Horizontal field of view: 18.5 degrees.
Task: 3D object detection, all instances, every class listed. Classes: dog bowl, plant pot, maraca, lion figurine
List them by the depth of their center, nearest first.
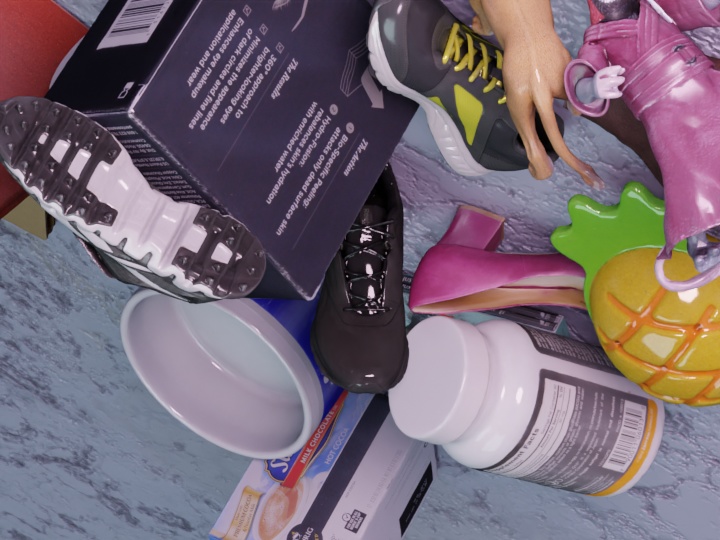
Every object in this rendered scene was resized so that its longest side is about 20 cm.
[{"bbox_3d":[0.094,-0.150,1.327,0.200,0.072,0.123,62,180,25],"label":"lion figurine"},{"bbox_3d":[0.215,0.017,1.543,0.137,0.107,0.200,-16,124,34],"label":"maraca"},{"bbox_3d":[-0.329,-0.125,1.761,0.200,0.176,0.200,38,153,-17],"label":"plant pot"},{"bbox_3d":[-0.109,0.068,1.950,0.200,0.079,0.200,23,141,20],"label":"dog bowl"}]

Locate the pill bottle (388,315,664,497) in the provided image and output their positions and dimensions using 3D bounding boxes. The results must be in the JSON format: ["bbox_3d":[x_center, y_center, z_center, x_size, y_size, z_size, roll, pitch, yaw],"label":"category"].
[{"bbox_3d":[0.127,0.102,1.700,0.200,0.117,0.116,17,164,-33],"label":"pill bottle"}]

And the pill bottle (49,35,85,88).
[{"bbox_3d":[-0.136,-0.097,1.679,0.119,0.120,0.200,-4,138,49],"label":"pill bottle"}]

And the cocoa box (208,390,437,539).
[{"bbox_3d":[-0.032,0.215,2.042,0.131,0.200,0.133,22,152,18],"label":"cocoa box"}]

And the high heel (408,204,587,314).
[{"bbox_3d":[0.138,0.022,1.639,0.200,0.096,0.067,23,153,13],"label":"high heel"}]

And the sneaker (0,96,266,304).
[{"bbox_3d":[-0.161,-0.036,1.421,0.200,0.067,0.090,33,153,-12],"label":"sneaker"}]

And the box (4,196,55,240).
[{"bbox_3d":[-0.366,-0.113,1.996,0.200,0.021,0.164,27,154,6],"label":"box"}]

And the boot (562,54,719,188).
[{"bbox_3d":[0.223,-0.104,1.355,0.166,0.072,0.200,34,150,-1],"label":"boot"}]

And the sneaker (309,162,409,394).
[{"bbox_3d":[0.000,0.000,1.644,0.076,0.200,0.091,-1,142,-3],"label":"sneaker"}]

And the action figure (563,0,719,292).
[{"bbox_3d":[0.188,-0.110,1.302,0.200,0.134,0.149,56,169,16],"label":"action figure"}]

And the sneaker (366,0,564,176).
[{"bbox_3d":[0.075,-0.133,1.468,0.084,0.075,0.200,3,153,32],"label":"sneaker"}]

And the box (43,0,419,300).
[{"bbox_3d":[-0.082,-0.115,1.500,0.117,0.197,0.200,-1,142,47],"label":"box"}]

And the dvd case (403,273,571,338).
[{"bbox_3d":[0.090,0.060,1.844,0.200,0.022,0.146,16,151,27],"label":"dvd case"}]
